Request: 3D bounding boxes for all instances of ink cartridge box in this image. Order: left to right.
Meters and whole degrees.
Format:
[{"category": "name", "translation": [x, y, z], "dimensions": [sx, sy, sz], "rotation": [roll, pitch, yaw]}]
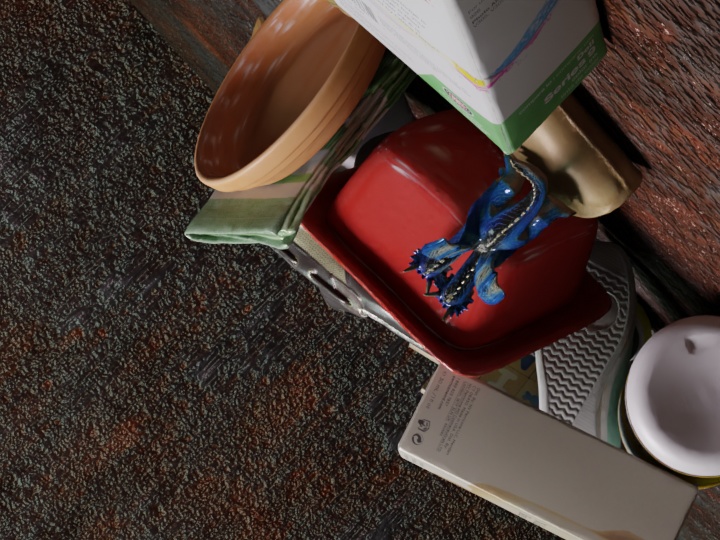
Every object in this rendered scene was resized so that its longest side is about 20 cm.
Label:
[{"category": "ink cartridge box", "translation": [0.039, -0.165, 0.992], "dimensions": [0.145, 0.088, 0.200], "rotation": [44, 178, 22]}]

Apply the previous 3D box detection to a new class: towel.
[{"category": "towel", "translation": [-0.034, -0.099, 1.415], "dimensions": [0.023, 0.200, 0.152], "rotation": [43, 162, -24]}]

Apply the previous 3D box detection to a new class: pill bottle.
[{"category": "pill bottle", "translation": [0.241, 0.099, 1.409], "dimensions": [0.109, 0.109, 0.200], "rotation": [45, 177, 10]}]

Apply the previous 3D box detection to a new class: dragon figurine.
[{"category": "dragon figurine", "translation": [0.079, -0.017, 1.229], "dimensions": [0.059, 0.100, 0.200], "rotation": [40, 176, -2]}]

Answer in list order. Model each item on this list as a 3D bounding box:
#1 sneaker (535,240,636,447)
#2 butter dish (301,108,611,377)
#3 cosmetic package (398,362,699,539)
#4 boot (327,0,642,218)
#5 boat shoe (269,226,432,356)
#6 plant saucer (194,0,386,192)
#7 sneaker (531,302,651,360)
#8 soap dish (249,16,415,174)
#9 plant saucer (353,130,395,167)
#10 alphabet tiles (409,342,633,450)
[{"category": "sneaker", "translation": [0.173, 0.080, 1.523], "dimensions": [0.073, 0.202, 0.118], "rotation": [9, 178, 12]}, {"category": "butter dish", "translation": [0.086, -0.049, 1.393], "dimensions": [0.200, 0.148, 0.199], "rotation": [45, -140, 21]}, {"category": "cosmetic package", "translation": [0.130, 0.142, 1.381], "dimensions": [0.199, 0.071, 0.105], "rotation": [26, 174, 9]}, {"category": "boot", "translation": [0.071, -0.124, 1.248], "dimensions": [0.200, 0.066, 0.175], "rotation": [46, 177, -23]}, {"category": "boat shoe", "translation": [-0.001, 0.000, 1.458], "dimensions": [0.201, 0.066, 0.072], "rotation": [41, -142, 16]}, {"category": "plant saucer", "translation": [-0.043, -0.136, 1.392], "dimensions": [0.037, 0.201, 0.200], "rotation": [36, 180, -23]}, {"category": "sneaker", "translation": [0.142, 0.022, 1.613], "dimensions": [0.199, 0.075, 0.085], "rotation": [25, -150, 17]}, {"category": "soap dish", "translation": [-0.019, -0.109, 1.647], "dimensions": [0.157, 0.081, 0.201], "rotation": [28, -150, -36]}, {"category": "plant saucer", "translation": [0.085, -0.043, 1.551], "dimensions": [0.199, 0.032, 0.201], "rotation": [27, -145, -20]}, {"category": "alphabet tiles", "translation": [0.149, 0.081, 1.635], "dimensions": [0.199, 0.167, 0.008], "rotation": [31, 142, 17]}]
